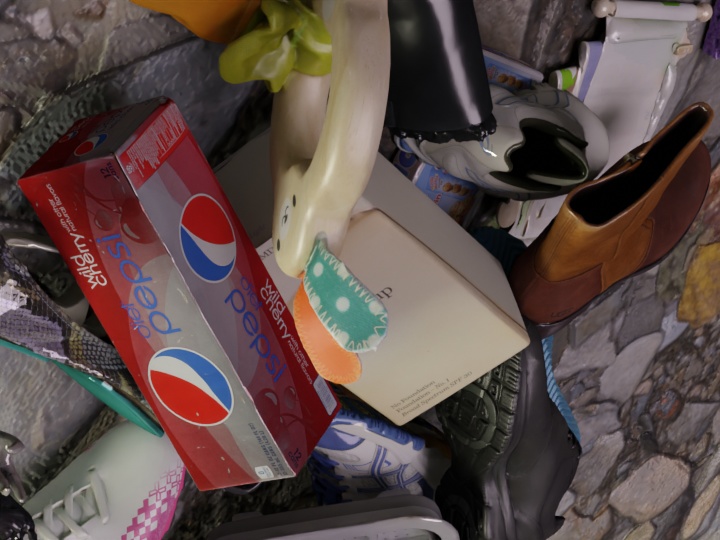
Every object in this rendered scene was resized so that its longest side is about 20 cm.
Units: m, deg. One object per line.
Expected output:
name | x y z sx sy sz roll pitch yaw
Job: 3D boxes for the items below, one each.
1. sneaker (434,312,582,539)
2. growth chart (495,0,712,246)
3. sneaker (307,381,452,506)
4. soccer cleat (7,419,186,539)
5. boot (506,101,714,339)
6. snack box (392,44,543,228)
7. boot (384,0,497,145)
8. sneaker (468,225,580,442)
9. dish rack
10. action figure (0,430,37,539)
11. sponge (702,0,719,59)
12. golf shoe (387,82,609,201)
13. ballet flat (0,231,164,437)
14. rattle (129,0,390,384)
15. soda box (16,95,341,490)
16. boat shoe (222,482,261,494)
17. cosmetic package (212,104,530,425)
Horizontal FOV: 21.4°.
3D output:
sneaker | 0.098 0.104 1.214 0.090 0.076 0.201 -20 134 -28
growth chart | 0.157 -0.094 1.279 0.144 0.018 0.201 2 117 -47
sneaker | 0.000 0.131 1.242 0.088 0.075 0.200 -55 142 3
soccer cleat | -0.176 0.161 1.074 0.200 0.070 0.086 -52 147 4
boot | 0.166 -0.056 1.144 0.188 0.069 0.200 -33 165 -19
snack box | 0.042 -0.045 1.189 0.072 0.024 0.201 13 109 -50
boot | 0.044 -0.140 0.980 0.073 0.197 0.163 -38 132 -36
sneaker | 0.086 0.055 1.274 0.076 0.081 0.201 -31 127 -24
dish rack | -0.014 0.208 1.257 0.170 0.044 0.201 -10 140 3
action figure | -0.226 0.107 0.961 0.119 0.102 0.200 -36 142 -10
sponge | 0.327 -0.220 1.352 0.199 0.030 0.112 -20 132 -35
golf shoe | 0.105 -0.067 1.140 0.199 0.097 0.079 5 112 -51
ballet flat | -0.147 0.027 1.002 0.072 0.072 0.200 -53 139 0
rattle | -0.056 -0.054 0.926 0.142 0.130 0.202 11 86 -35
soda box | -0.090 0.014 0.980 0.201 0.070 0.063 63 37 -22
boat shoe | -0.090 0.057 1.093 0.070 0.066 0.201 -32 138 -26
cosmetic package | 0.000 0.000 1.092 0.103 0.073 0.200 -34 138 18
